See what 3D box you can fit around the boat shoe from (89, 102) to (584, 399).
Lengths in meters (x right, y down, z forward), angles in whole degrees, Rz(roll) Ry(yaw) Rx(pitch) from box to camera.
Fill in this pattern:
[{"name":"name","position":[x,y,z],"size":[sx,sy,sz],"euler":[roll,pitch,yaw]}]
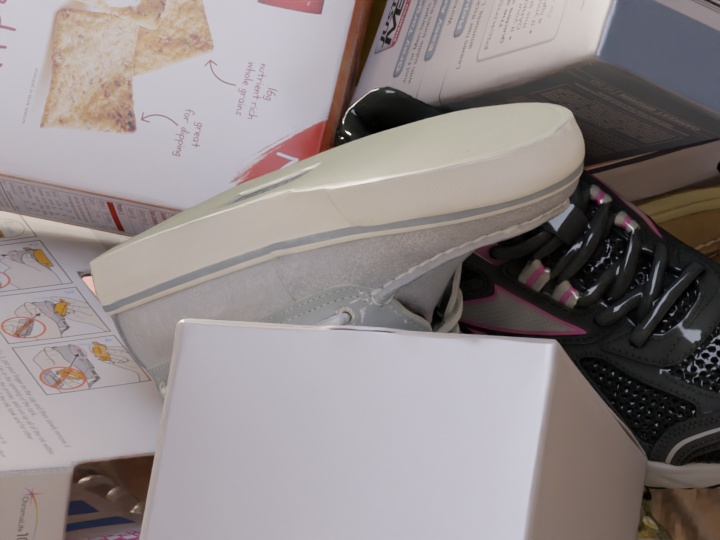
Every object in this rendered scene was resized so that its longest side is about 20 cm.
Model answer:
[{"name":"boat shoe","position":[-0.001,0.000,0.942],"size":[0.201,0.072,0.070],"euler":[-16,12,43]}]

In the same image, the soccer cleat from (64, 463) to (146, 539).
[{"name":"soccer cleat","position":[-0.087,0.097,1.027],"size":[0.200,0.070,0.086],"euler":[3,46,19]}]

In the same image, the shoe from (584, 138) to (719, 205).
[{"name":"shoe","position":[0.131,-0.049,1.111],"size":[0.200,0.072,0.091],"euler":[-12,49,10]}]

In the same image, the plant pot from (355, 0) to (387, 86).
[{"name":"plant pot","position":[-0.034,-0.195,1.207],"size":[0.200,0.177,0.200],"euler":[-5,33,12]}]

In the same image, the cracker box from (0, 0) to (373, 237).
[{"name":"cracker box","position":[-0.101,-0.088,1.101],"size":[0.200,0.058,0.134],"euler":[11,76,5]}]

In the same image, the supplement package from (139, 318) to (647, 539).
[{"name":"supplement package","position":[0.004,0.128,0.881],"size":[0.121,0.120,0.200],"euler":[3,72,21]}]

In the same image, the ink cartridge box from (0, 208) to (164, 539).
[{"name":"ink cartridge box","position":[-0.140,0.034,1.045],"size":[0.176,0.045,0.200],"euler":[-4,29,-27]}]

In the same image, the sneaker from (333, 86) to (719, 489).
[{"name":"sneaker","position":[0.062,0.001,0.969],"size":[0.200,0.086,0.080],"euler":[21,62,33]}]

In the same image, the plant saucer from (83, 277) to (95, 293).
[{"name":"plant saucer","position":[-0.148,0.008,1.151],"size":[0.199,0.037,0.200],"euler":[-15,38,1]}]

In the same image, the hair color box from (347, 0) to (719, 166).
[{"name":"hair color box","position":[0.071,-0.091,1.010],"size":[0.200,0.061,0.099],"euler":[-9,61,66]}]

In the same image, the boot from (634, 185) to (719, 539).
[{"name":"boot","position":[0.087,0.066,1.007],"size":[0.200,0.072,0.155],"euler":[-30,44,-7]}]

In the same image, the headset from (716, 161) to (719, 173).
[{"name":"headset","position":[0.173,-0.026,0.959],"size":[0.094,0.124,0.200],"euler":[-36,24,-3]}]
